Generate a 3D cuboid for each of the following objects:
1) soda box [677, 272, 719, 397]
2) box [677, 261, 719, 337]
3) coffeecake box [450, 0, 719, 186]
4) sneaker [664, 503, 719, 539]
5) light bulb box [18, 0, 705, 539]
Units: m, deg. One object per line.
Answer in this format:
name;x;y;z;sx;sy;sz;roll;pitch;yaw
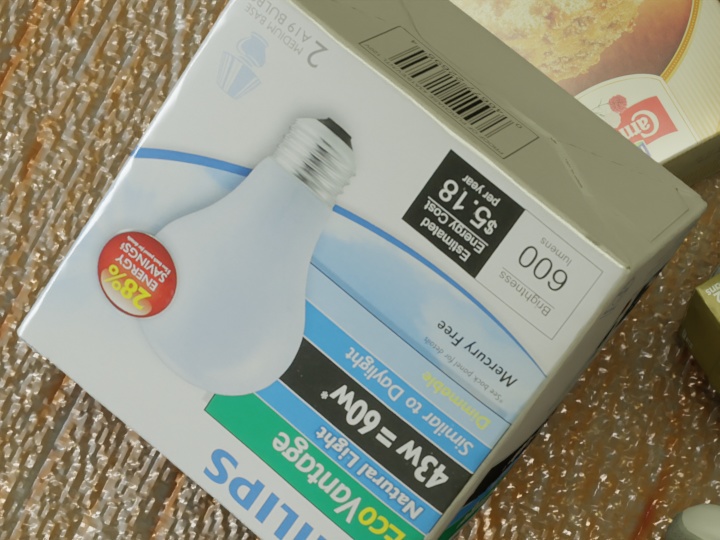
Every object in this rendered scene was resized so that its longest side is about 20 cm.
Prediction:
soda box;0.240;-0.007;1.210;0.200;0.068;0.064;-30;75;-9
box;0.264;-0.012;1.274;0.158;0.048;0.200;32;74;9
coffeecake box;0.074;-0.114;1.286;0.153;0.073;0.200;-28;76;-11
sneaker;0.231;0.136;1.224;0.200;0.070;0.080;19;64;-2
light bulb box;0.000;0.000;1.166;0.198;0.125;0.200;39;114;9
